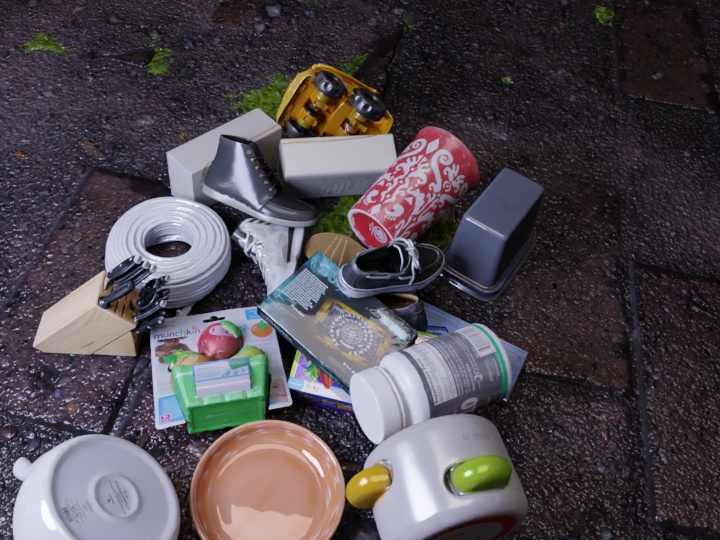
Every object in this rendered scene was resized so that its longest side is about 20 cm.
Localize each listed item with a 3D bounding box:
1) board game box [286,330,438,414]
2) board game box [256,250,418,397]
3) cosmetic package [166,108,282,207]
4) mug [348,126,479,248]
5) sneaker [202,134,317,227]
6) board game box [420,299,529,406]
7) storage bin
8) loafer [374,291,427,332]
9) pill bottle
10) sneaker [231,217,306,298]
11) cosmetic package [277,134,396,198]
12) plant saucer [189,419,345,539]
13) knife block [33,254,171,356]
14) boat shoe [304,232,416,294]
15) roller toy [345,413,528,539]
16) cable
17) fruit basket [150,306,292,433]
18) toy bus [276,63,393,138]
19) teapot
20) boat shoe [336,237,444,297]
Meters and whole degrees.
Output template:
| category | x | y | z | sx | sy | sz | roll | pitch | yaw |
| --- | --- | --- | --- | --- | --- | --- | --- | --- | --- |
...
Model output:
| category | x | y | z | sx | sy | sz | roll | pitch | yaw |
| --- | --- | --- | --- | --- | --- | --- | --- | --- | --- |
| board game box | 0.004 | 0.141 | 1.061 | 0.198 | 0.045 | 0.135 | 12 | 59 | 3 |
| board game box | -0.033 | 0.077 | 1.046 | 0.200 | 0.028 | 0.135 | 40 | 62 | 14 |
| cosmetic package | -0.237 | -0.195 | 1.282 | 0.073 | 0.104 | 0.200 | 40 | 57 | 22 |
| mug | 0.093 | -0.107 | 1.200 | 0.200 | 0.178 | 0.133 | -45 | 38 | -22 |
| sneaker | -0.155 | -0.145 | 1.181 | 0.199 | 0.107 | 0.075 | 20 | 19 | 1 |
| board game box | 0.153 | 0.124 | 1.127 | 0.199 | 0.020 | 0.103 | 26 | 51 | 13 |
| storage bin | 0.222 | -0.077 | 1.230 | 0.145 | 0.135 | 0.200 | 31 | 52 | 17 |
| loafer | 0.006 | 0.050 | 1.123 | 0.198 | 0.073 | 0.073 | 6 | 47 | 12 |
| pill bottle | 0.093 | 0.152 | 0.969 | 0.199 | 0.113 | 0.113 | -17 | 55 | -22 |
| sneaker | -0.157 | -0.012 | 1.150 | 0.115 | 0.076 | 0.201 | 16 | 40 | -9 |
| cosmetic package | -0.043 | -0.183 | 1.280 | 0.198 | 0.104 | 0.074 | -6 | 74 | -14 |
| plant saucer | -0.119 | 0.292 | 0.938 | 0.198 | 0.038 | 0.201 | 4 | 51 | -5 |
| knife block | -0.366 | 0.045 | 1.016 | 0.198 | 0.176 | 0.064 | 3 | 49 | -5 |
| boat shoe | 0.000 | 0.000 | 1.180 | 0.199 | 0.069 | 0.071 | 23 | 72 | 22 |
| roller toy | 0.099 | 0.268 | 0.896 | 0.199 | 0.182 | 0.140 | -28 | 54 | 12 |
| cable | -0.308 | -0.032 | 1.157 | 0.199 | 0.069 | 0.200 | 31 | 53 | 17 |
| fruit basket | -0.203 | 0.125 | 1.029 | 0.184 | 0.094 | 0.201 | -6 | 48 | -13 |
| toy bus | -0.057 | -0.323 | 1.363 | 0.199 | 0.136 | 0.193 | 21 | 37 | -31 |
| teapot | -0.315 | 0.304 | 0.837 | 0.197 | 0.146 | 0.200 | 33 | 24 | -23 |
| boat shoe | 0.057 | -0.014 | 1.073 | 0.198 | 0.068 | 0.074 | -7 | 61 | -34 |
